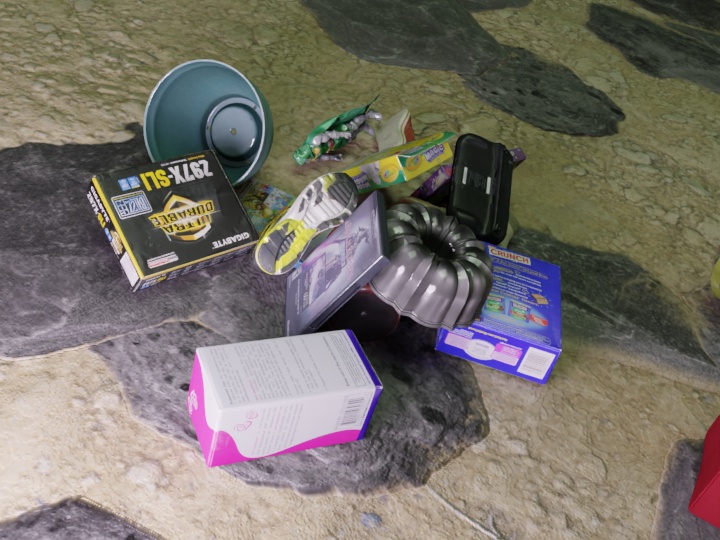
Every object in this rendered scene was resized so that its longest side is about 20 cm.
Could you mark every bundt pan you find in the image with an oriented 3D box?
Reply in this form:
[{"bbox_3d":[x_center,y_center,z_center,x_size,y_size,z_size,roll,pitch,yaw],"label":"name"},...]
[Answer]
[{"bbox_3d":[0.095,-0.018,1.171,0.201,0.076,0.202,20,37,-16],"label":"bundt pan"}]

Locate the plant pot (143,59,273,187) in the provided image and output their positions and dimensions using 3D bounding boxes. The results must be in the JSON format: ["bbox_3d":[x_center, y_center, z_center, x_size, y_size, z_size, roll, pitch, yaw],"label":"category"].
[{"bbox_3d":[-0.219,-0.221,1.365,0.200,0.201,0.134,28,12,12],"label":"plant pot"}]

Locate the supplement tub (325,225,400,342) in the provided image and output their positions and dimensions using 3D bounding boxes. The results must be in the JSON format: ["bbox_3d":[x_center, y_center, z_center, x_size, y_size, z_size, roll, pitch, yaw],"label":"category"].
[{"bbox_3d":[0.000,0.000,1.234,0.106,0.107,0.200,10,39,-11],"label":"supplement tub"}]

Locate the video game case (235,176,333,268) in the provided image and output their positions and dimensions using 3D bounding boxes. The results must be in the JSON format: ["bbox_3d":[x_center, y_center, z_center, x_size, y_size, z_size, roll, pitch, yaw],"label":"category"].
[{"bbox_3d":[-0.125,-0.073,1.343,0.199,0.018,0.143,26,39,9],"label":"video game case"}]

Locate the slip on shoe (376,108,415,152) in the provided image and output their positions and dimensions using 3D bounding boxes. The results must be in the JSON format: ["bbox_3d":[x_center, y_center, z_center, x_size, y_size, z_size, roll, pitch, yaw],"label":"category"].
[{"bbox_3d":[0.072,-0.238,1.599,0.061,0.074,0.200,45,24,-23],"label":"slip on shoe"}]

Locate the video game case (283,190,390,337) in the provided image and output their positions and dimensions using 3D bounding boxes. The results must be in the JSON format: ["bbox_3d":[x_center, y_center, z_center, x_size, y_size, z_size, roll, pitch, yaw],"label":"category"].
[{"bbox_3d":[-0.035,0.000,1.153,0.019,0.200,0.143,31,32,-25],"label":"video game case"}]

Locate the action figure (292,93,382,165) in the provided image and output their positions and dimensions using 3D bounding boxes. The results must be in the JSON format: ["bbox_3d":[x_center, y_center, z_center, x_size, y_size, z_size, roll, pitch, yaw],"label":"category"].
[{"bbox_3d":[-0.045,-0.230,1.517,0.055,0.118,0.200,46,53,14],"label":"action figure"}]

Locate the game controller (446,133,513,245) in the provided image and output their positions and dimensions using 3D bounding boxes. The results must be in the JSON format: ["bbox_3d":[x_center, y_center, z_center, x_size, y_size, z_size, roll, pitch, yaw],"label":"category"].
[{"bbox_3d":[0.193,-0.135,1.392,0.104,0.042,0.201,16,56,-7],"label":"game controller"}]

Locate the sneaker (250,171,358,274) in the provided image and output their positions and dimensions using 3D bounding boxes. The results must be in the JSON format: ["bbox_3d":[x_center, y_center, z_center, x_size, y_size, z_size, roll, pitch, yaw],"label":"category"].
[{"bbox_3d":[-0.088,-0.072,1.240,0.200,0.085,0.075,-43,108,-25],"label":"sneaker"}]

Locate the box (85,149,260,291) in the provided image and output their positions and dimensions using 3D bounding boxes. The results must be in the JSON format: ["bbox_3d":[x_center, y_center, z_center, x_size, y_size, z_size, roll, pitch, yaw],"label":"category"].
[{"bbox_3d":[-0.260,-0.075,1.216,0.200,0.049,0.160,-20,76,-40],"label":"box"}]

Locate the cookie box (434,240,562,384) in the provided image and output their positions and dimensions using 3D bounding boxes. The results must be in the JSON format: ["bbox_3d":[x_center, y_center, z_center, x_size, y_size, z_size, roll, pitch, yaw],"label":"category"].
[{"bbox_3d":[0.207,0.053,1.282,0.170,0.075,0.200,18,39,-1],"label":"cookie box"}]

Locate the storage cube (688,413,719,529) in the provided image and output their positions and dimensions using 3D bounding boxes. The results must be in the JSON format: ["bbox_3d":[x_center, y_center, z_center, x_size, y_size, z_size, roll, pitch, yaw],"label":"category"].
[{"bbox_3d":[0.550,0.244,1.109,0.199,0.180,0.171,28,39,13],"label":"storage cube"}]

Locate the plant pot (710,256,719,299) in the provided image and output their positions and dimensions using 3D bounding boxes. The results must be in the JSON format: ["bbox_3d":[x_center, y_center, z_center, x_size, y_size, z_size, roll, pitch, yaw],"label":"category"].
[{"bbox_3d":[0.693,0.040,1.429,0.199,0.201,0.193,-1,30,-24],"label":"plant pot"}]

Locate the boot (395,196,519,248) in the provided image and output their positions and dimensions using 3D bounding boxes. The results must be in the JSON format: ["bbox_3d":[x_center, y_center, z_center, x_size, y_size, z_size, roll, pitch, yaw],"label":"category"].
[{"bbox_3d":[0.162,-0.084,1.432,0.199,0.072,0.155,30,40,4],"label":"boot"}]

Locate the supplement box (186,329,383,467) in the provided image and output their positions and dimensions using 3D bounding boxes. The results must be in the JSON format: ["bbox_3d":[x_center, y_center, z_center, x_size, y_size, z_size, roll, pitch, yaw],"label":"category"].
[{"bbox_3d":[-0.092,0.148,1.020,0.199,0.101,0.104,-5,44,-28],"label":"supplement box"}]

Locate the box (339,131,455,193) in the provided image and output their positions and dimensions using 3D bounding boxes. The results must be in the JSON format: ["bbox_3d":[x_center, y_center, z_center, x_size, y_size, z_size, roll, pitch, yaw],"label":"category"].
[{"bbox_3d":[0.057,-0.172,1.403,0.117,0.200,0.049,-31,102,-36],"label":"box"}]

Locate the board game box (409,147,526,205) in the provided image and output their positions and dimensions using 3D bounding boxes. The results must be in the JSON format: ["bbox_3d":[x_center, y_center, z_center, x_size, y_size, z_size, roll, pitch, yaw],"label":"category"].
[{"bbox_3d":[0.181,-0.156,1.491,0.199,0.120,0.032,-17,79,-38],"label":"board game box"}]
